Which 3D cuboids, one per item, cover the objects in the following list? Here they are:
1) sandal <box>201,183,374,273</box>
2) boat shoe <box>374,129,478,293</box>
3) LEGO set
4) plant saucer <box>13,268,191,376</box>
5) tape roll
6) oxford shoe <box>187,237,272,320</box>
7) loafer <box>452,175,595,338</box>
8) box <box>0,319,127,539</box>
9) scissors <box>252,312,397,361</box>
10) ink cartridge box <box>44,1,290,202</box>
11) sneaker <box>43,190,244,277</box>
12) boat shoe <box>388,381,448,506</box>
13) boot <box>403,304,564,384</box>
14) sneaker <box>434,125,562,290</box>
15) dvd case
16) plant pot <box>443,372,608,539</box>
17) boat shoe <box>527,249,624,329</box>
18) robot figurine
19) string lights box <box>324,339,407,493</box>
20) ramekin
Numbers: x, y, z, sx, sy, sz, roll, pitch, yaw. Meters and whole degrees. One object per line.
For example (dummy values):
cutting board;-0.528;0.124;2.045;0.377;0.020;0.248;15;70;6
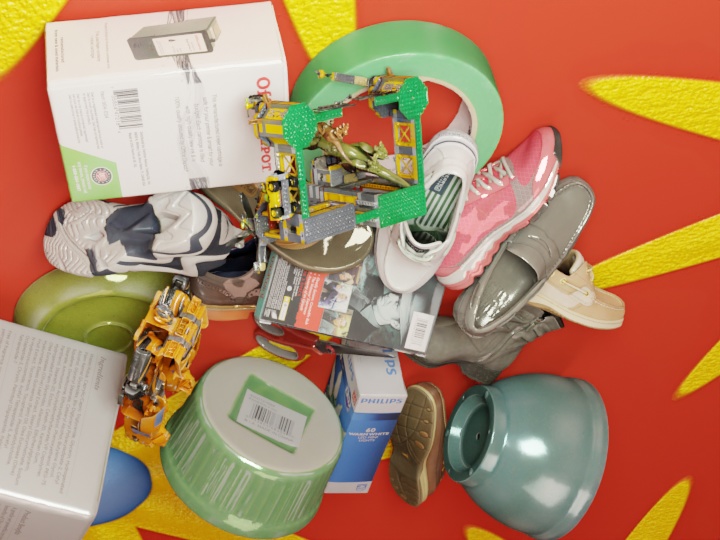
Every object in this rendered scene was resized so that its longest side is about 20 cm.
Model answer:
sandal;-0.071;-0.058;1.311;0.199;0.054;0.081;33;86;-23
boat shoe;0.055;-0.043;1.307;0.073;0.067;0.201;16;131;-1
LEGO set;-0.037;-0.097;1.183;0.199;0.115;0.155;-28;116;-37
plant saucer;-0.271;0.063;1.469;0.199;0.031;0.201;-6;140;-5
tape roll;0.033;-0.142;1.285;0.199;0.048;0.201;-7;141;-5
oxford shoe;-0.080;0.004;1.415;0.199;0.072;0.073;-9;135;-4
loafer;0.173;-0.012;1.401;0.070;0.070;0.200;37;89;-8
box;-0.361;0.191;1.431;0.170;0.201;0.199;18;142;-15
scissors;-0.038;0.085;1.475;0.199;0.014;0.073;16;138;29
ink cartridge box;-0.166;-0.146;1.201;0.199;0.084;0.146;-7;141;-7
sneaker;-0.202;-0.028;1.337;0.198;0.080;0.129;-15;160;28
boat shoe;0.080;0.207;1.707;0.067;0.072;0.201;-30;141;-32
boot;0.131;0.054;1.539;0.199;0.068;0.131;20;127;-42
sneaker;0.121;-0.069;1.359;0.086;0.074;0.200;28;114;-25
dvd case;0.000;0.000;1.398;0.199;0.022;0.147;13;94;-27
plant pot;0.182;0.210;1.631;0.133;0.201;0.201;17;133;-22
boat shoe;0.221;0.010;1.492;0.199;0.074;0.069;18;106;-33
robot figurine;-0.199;0.093;1.397;0.058;0.146;0.200;22;146;1
string lights box;-0.002;0.163;1.595;0.059;0.103;0.201;2;138;-15
ramekin;-0.116;0.191;1.535;0.199;0.201;0.098;12;129;-26
